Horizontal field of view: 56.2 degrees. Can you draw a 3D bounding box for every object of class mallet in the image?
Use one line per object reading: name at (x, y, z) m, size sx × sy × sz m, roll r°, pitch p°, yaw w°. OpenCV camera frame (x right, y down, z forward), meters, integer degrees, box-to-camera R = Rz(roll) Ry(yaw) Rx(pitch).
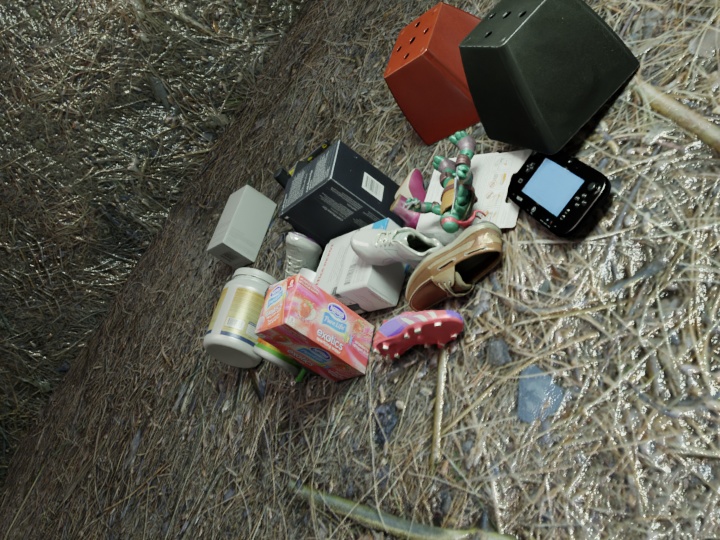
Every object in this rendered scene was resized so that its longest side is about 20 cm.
mallet at (-0.172, -0.315, 1.940) m, size 0.200 × 0.065 × 0.042 m, roll -43°, pitch 29°, yaw 26°

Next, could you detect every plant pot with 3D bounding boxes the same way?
plant pot at (0.164, -0.412, 1.368) m, size 0.198 × 0.175 × 0.204 m, roll -15°, pitch 49°, yaw 52°
plant pot at (0.273, -0.330, 1.065) m, size 0.200 × 0.178 × 0.199 m, roll -46°, pitch 27°, yaw -2°

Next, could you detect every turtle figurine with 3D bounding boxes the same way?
turtle figurine at (0.145, -0.129, 1.116) m, size 0.148 × 0.100 × 0.203 m, roll -28°, pitch 34°, yaw 40°

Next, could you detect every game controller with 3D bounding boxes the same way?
game controller at (0.290, -0.121, 1.005) m, size 0.104 × 0.042 × 0.201 m, roll -46°, pitch 29°, yaw 9°

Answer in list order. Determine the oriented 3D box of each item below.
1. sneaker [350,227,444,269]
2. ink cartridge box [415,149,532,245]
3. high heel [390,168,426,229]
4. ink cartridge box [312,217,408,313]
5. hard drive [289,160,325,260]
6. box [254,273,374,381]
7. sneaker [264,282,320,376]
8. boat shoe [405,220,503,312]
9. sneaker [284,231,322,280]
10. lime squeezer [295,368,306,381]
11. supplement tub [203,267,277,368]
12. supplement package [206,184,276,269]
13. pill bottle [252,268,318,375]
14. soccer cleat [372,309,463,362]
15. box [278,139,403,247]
sneaker at (0.067, -0.047, 1.170) m, size 0.196 × 0.081 × 0.071 m, roll 13°, pitch 64°, yaw 28°
ink cartridge box at (0.203, -0.126, 1.175) m, size 0.197 × 0.050 × 0.164 m, roll 0°, pitch 60°, yaw 38°
high heel at (0.118, -0.135, 1.322) m, size 0.068 × 0.095 × 0.201 m, roll -53°, pitch 6°, yaw 24°
ink cartridge box at (0.000, 0.000, 1.316) m, size 0.198 × 0.085 × 0.149 m, roll -18°, pitch 47°, yaw 53°
hard drive at (-0.116, -0.127, 1.536) m, size 0.032 × 0.202 × 0.142 m, roll -1°, pitch 54°, yaw 18°
box at (-0.078, 0.106, 1.209) m, size 0.094 × 0.199 × 0.104 m, roll -19°, pitch 44°, yaw 42°
sneaker at (-0.127, 0.122, 1.285) m, size 0.075 × 0.202 × 0.079 m, roll -32°, pitch 8°, yaw 7°
boat shoe at (0.148, 0.005, 1.083) m, size 0.200 × 0.075 × 0.073 m, roll -45°, pitch 32°, yaw 27°
sneaker at (-0.127, -0.010, 1.467) m, size 0.074 × 0.201 × 0.101 m, roll 21°, pitch 68°, yaw 16°
lime squeezer at (-0.093, 0.120, 1.342) m, size 0.038 × 0.069 × 0.205 m, roll -72°, pitch -17°, yaw -77°
supplement tub at (-0.274, 0.111, 1.593) m, size 0.143 × 0.143 × 0.204 m, roll -20°, pitch 45°, yaw 49°
supplement package at (-0.348, -0.127, 1.985) m, size 0.116 × 0.116 × 0.204 m, roll -17°, pitch 48°, yaw 52°
pill bottle at (-0.133, 0.103, 1.402) m, size 0.110 × 0.110 × 0.203 m, roll 7°, pitch 68°, yaw 60°
soccer cleat at (0.092, 0.090, 1.101) m, size 0.199 × 0.066 × 0.078 m, roll -30°, pitch 36°, yaw 47°
box at (-0.035, -0.137, 1.389) m, size 0.181 × 0.198 × 0.106 m, roll -27°, pitch 41°, yaw 42°
